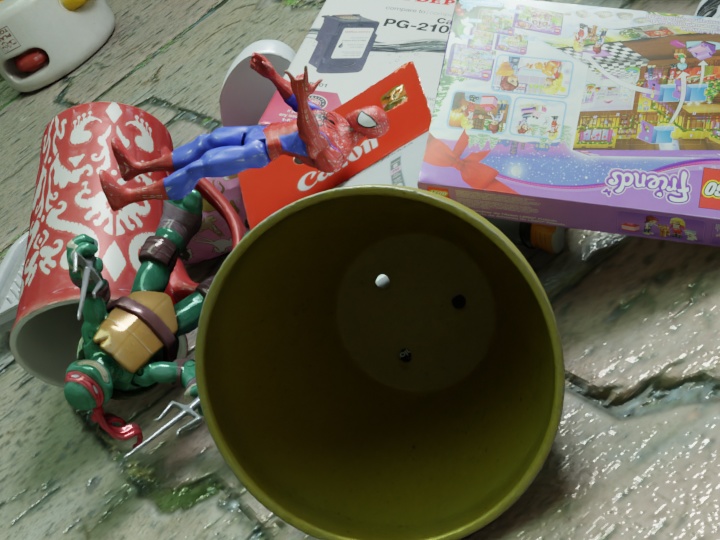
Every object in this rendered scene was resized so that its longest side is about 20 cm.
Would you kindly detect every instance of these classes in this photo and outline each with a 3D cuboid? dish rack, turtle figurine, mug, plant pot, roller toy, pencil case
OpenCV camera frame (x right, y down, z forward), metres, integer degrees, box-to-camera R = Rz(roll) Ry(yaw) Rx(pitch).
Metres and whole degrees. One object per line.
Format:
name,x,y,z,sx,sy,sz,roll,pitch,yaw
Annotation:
dish rack,-0.265,-0.017,1.473,0.199,0.044,0.172,-25,27,19
turtle figurine,-0.149,0.035,1.060,0.101,0.150,0.200,-33,16,50
mug,-0.182,-0.021,1.220,0.134,0.176,0.201,112,159,-52
plant pot,0.021,0.041,0.879,0.199,0.201,0.142,-27,5,15
roller toy,-0.457,-0.358,2.200,0.182,0.140,0.200,-40,26,-10
pencil case,-0.110,-0.059,1.298,0.199,0.087,0.083,-18,1,36

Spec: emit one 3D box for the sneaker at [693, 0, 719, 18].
sneaker,0.252,-0.132,1.000,0.115,0.075,0.200,-9,31,47

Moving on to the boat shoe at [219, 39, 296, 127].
boat shoe,-0.078,-0.140,1.304,0.071,0.200,0.068,7,59,1

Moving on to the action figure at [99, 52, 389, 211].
action figure,-0.082,-0.103,1.032,0.199,0.099,0.065,-7,38,10

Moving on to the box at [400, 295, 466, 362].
box,-0.008,0.036,1.054,0.200,0.036,0.143,-34,29,10

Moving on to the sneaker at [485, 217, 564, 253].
sneaker,0.105,-0.086,1.073,0.077,0.079,0.200,1,32,6

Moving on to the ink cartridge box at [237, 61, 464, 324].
ink cartridge box,-0.016,-0.044,1.031,0.162,0.057,0.201,-30,53,17

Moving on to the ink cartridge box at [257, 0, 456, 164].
ink cartridge box,0.022,-0.135,1.202,0.144,0.085,0.200,9,45,14

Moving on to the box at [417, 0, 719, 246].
box,0.144,-0.093,0.939,0.199,0.039,0.138,8,67,12
